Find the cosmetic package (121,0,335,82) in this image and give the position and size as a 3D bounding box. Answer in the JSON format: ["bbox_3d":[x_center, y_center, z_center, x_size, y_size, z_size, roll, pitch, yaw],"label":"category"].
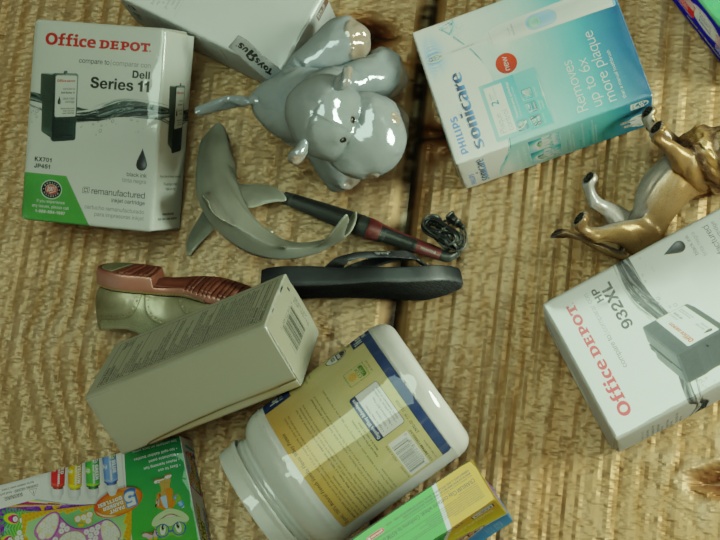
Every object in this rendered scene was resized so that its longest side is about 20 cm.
[{"bbox_3d":[-0.136,-0.270,1.584,0.199,0.074,0.102,28,83,14],"label":"cosmetic package"}]

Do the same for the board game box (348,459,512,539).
[{"bbox_3d":[0.055,0.235,1.351,0.152,0.200,0.040,-34,73,1],"label":"board game box"}]

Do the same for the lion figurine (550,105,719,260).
[{"bbox_3d":[0.285,-0.071,1.457,0.122,0.073,0.200,39,103,-23],"label":"lion figurine"}]

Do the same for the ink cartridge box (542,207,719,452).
[{"bbox_3d":[0.287,0.054,1.415,0.199,0.084,0.146,-28,73,3],"label":"ink cartridge box"}]

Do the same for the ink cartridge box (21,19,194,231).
[{"bbox_3d":[-0.252,-0.146,1.539,0.145,0.083,0.202,5,94,13],"label":"ink cartridge box"}]

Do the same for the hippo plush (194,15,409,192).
[{"bbox_3d":[-0.023,-0.166,1.456,0.199,0.161,0.160,29,90,-17],"label":"hippo plush"}]

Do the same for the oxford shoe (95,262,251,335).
[{"bbox_3d":[-0.167,0.044,1.522,0.198,0.071,0.075,12,103,13],"label":"oxford shoe"}]

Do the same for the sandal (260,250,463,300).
[{"bbox_3d":[-0.001,0.000,1.487,0.198,0.076,0.043,1,76,11],"label":"sandal"}]

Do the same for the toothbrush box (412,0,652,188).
[{"bbox_3d":[0.168,-0.187,1.500,0.198,0.085,0.148,-18,73,7],"label":"toothbrush box"}]

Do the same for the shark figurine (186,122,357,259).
[{"bbox_3d":[-0.111,-0.054,1.504,0.214,0.089,0.129,33,87,28],"label":"shark figurine"}]

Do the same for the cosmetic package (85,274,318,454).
[{"bbox_3d":[-0.147,0.088,1.446,0.199,0.104,0.073,-23,112,21],"label":"cosmetic package"}]

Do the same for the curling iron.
[{"bbox_3d":[0.014,-0.048,1.525,0.198,0.026,0.050,12,57,18],"label":"curling iron"}]

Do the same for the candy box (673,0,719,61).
[{"bbox_3d":[0.403,-0.308,1.490,0.199,0.077,0.170,-34,72,-1],"label":"candy box"}]

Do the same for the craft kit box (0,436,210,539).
[{"bbox_3d":[-0.241,0.281,1.478,0.198,0.049,0.199,-16,76,6],"label":"craft kit box"}]

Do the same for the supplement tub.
[{"bbox_3d":[-0.016,0.159,1.413,0.199,0.144,0.145,-36,72,-1],"label":"supplement tub"}]
